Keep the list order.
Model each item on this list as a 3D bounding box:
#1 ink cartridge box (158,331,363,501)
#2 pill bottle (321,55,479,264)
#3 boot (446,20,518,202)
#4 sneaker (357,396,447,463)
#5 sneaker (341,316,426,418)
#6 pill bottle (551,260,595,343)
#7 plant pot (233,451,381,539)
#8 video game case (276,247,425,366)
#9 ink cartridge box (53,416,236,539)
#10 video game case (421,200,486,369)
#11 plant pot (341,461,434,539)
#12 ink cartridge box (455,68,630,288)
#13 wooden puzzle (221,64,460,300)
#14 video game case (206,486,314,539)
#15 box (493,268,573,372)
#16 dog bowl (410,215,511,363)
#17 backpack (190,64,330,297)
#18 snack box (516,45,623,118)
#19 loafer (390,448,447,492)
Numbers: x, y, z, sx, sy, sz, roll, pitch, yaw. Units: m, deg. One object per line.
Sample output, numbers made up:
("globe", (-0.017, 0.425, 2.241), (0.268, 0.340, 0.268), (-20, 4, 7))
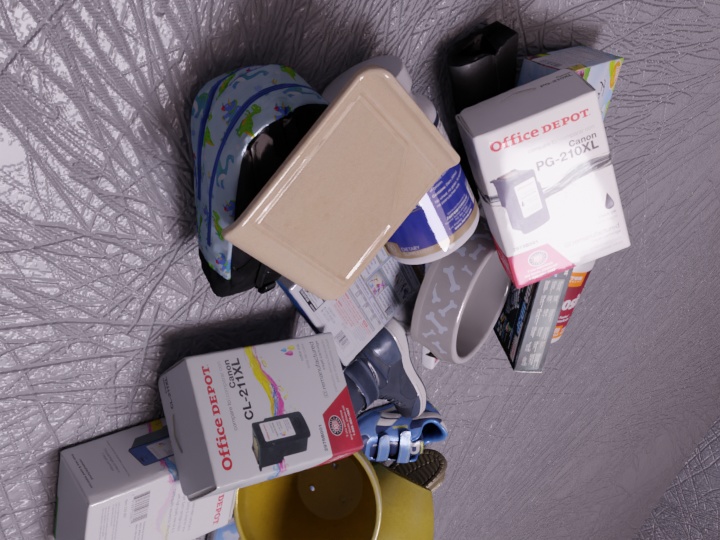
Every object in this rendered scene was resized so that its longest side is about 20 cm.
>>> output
("ink cartridge box", (-0.112, 0.164, 0.992), (0.198, 0.148, 0.083), (-7, 164, -38))
("pill bottle", (0.042, -0.116, 0.919), (0.115, 0.115, 0.201), (-38, 122, -14))
("boot", (0.126, -0.170, 1.031), (0.165, 0.065, 0.201), (-47, 152, -25))
("sneaker", (0.050, 0.255, 1.329), (0.198, 0.082, 0.075), (-20, 137, -31))
("sneaker", (0.015, 0.173, 1.209), (0.146, 0.076, 0.204), (-45, 136, -25))
("pill bottle", (0.291, 0.003, 1.330), (0.112, 0.113, 0.202), (-12, 130, -40))
("plant pot", (-0.056, 0.305, 1.183), (0.201, 0.199, 0.142), (-54, 170, 7))
("video game case", (0.000, 0.000, 1.072), (0.181, 0.045, 0.201), (-44, 144, -10))
("ink cartridge box", (-0.245, 0.258, 1.012), (0.198, 0.087, 0.147), (-13, 132, -38))
("video game case", (0.140, 0.011, 1.208), (0.182, 0.023, 0.202), (-47, 149, -37))
("plant pot", (0.037, 0.383, 1.334), (0.143, 0.198, 0.200), (-63, 145, -8))
("ink cartridge box", (0.209, -0.103, 0.987), (0.143, 0.085, 0.202), (-21, 118, 3))
("wooden puzzle", (-0.014, -0.074, 0.802), (0.200, 0.037, 0.185), (-47, 145, 6))
("video game case", (-0.147, 0.400, 1.300), (0.198, 0.022, 0.184), (-14, 131, -39))
("box", (0.229, 0.013, 1.197), (0.045, 0.160, 0.202), (2, 121, -13))
("dog bowl", (0.140, 0.029, 1.127), (0.200, 0.058, 0.202), (-45, 148, -37))
("backpack", (-0.089, -0.095, 0.829), (0.162, 0.155, 0.201), (-25, 157, -23))
("snack box", (0.252, -0.189, 1.103), (0.199, 0.067, 0.171), (-29, 137, -52))
("loafer", (0.065, 0.380, 1.471), (0.199, 0.076, 0.068), (-36, 144, -2))
